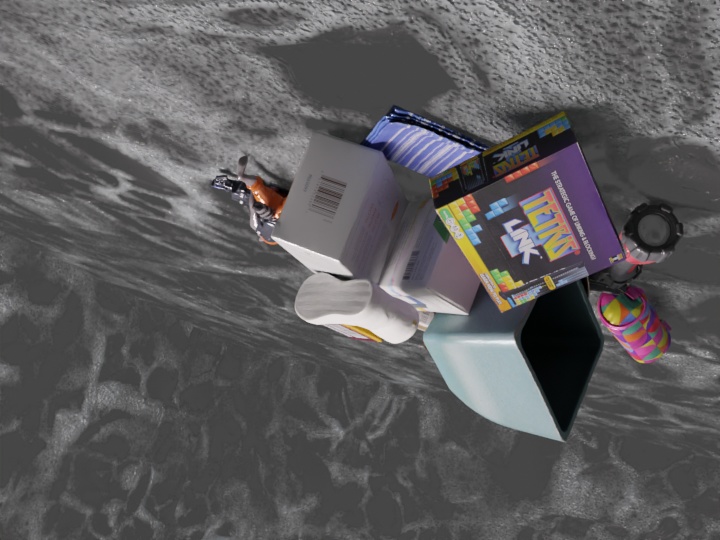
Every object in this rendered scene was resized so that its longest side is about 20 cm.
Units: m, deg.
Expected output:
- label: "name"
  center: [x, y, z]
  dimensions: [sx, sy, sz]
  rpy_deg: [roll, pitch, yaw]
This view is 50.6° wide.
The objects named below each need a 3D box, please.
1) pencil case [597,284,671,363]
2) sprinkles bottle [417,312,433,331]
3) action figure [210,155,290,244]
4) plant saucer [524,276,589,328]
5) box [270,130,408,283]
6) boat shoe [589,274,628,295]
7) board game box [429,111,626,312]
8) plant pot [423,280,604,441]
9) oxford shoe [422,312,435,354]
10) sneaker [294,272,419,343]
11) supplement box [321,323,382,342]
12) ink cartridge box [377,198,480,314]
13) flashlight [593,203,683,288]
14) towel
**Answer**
- label: "pencil case"
  center: [0.459, 0.087, 1.270]
  dimensions: [0.087, 0.091, 0.199]
  rpy_deg: [6, 164, 36]
- label: "sprinkles bottle"
  center: [0.165, 0.109, 1.723]
  dimensions: [0.195, 0.070, 0.068]
  rpy_deg: [20, 166, -8]
- label: "action figure"
  center: [-0.169, -0.106, 1.263]
  dimensions: [0.195, 0.107, 0.195]
  rpy_deg: [14, 156, 5]
- label: "plant saucer"
  center: [0.250, 0.002, 1.149]
  dimensions: [0.196, 0.035, 0.203]
  rpy_deg: [19, 138, 18]
- label: "box"
  center: [-0.021, -0.072, 1.053]
  dimensions: [0.104, 0.156, 0.200]
  rpy_deg: [19, 171, 17]
- label: "boat shoe"
  center: [0.320, 0.014, 1.196]
  dimensions: [0.195, 0.063, 0.075]
  rpy_deg: [15, 164, 8]
- label: "board game box"
  center: [0.192, -0.056, 0.859]
  dimensions: [0.162, 0.058, 0.201]
  rpy_deg: [-24, 133, 19]
- label: "plant pot"
  center: [0.210, 0.101, 1.108]
  dimensions: [0.197, 0.198, 0.198]
  rpy_deg: [-4, 128, 43]
- label: "oxford shoe"
  center: [0.148, 0.065, 1.329]
  dimensions: [0.083, 0.201, 0.074]
  rpy_deg: [13, 139, 27]
- label: "sneaker"
  center: [-0.004, 0.059, 1.047]
  dimensions: [0.114, 0.075, 0.198]
  rpy_deg: [30, 167, -32]
- label: "supplement box"
  center: [0.000, 0.000, 1.239]
  dimensions: [0.109, 0.205, 0.085]
  rpy_deg: [26, 164, -35]
- label: "ink cartridge box"
  center: [0.099, -0.022, 1.118]
  dimensions: [0.086, 0.148, 0.199]
  rpy_deg: [28, 167, -25]
- label: "flashlight"
  center: [0.356, -0.026, 0.983]
  dimensions: [0.067, 0.069, 0.200]
  rpy_deg: [27, 172, 14]
- label: "towel"
  center: [0.102, -0.140, 0.962]
  dimensions: [0.195, 0.024, 0.145]
  rpy_deg: [21, 166, -12]
